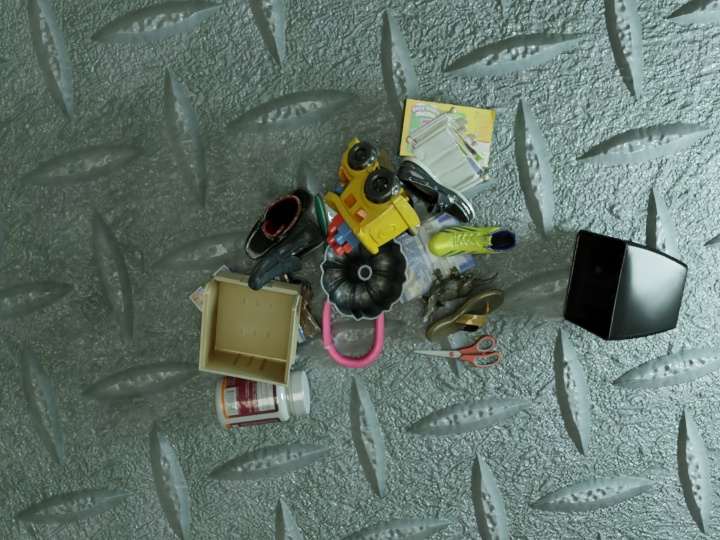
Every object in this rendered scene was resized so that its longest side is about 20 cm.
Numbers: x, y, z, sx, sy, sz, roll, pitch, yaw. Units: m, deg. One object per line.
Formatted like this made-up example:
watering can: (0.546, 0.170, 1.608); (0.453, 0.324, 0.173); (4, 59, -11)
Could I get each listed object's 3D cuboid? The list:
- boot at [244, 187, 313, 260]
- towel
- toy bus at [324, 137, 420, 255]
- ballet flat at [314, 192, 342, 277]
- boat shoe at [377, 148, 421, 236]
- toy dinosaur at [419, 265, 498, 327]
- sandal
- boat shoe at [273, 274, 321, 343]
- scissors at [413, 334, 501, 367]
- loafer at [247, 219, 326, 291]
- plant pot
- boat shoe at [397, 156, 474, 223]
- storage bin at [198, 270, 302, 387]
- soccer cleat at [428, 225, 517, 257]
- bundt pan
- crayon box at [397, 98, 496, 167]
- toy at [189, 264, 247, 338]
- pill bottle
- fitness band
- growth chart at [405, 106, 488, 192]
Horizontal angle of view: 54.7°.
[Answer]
boot: (-0.185, -0.095, 1.487); (0.199, 0.151, 0.073); (-42, 95, 7)
towel: (0.144, -0.031, 1.552); (0.197, 0.024, 0.149); (-26, 97, 5)
toy bus: (-0.004, -0.132, 1.398); (0.191, 0.136, 0.202); (-38, 60, 7)
ballet flat: (-0.057, -0.075, 1.536); (0.069, 0.069, 0.205); (-10, 102, -15)
boat shoe: (0.084, -0.174, 1.510); (0.075, 0.072, 0.202); (-33, 93, -8)
toy dinosaur: (0.205, 0.036, 1.536); (0.197, 0.103, 0.078); (-28, 66, -6)
sandal: (0.236, 0.112, 1.538); (0.198, 0.080, 0.055); (-32, 52, 10)
boat shoe: (-0.142, 0.057, 1.555); (0.071, 0.072, 0.204); (-19, 107, -1)
scissors: (0.221, 0.197, 1.587); (0.195, 0.014, 0.075); (-11, 100, 2)
loafer: (-0.152, -0.025, 1.459); (0.070, 0.068, 0.200); (42, 67, 9)
plant pot: (0.568, 0.034, 1.471); (0.173, 0.200, 0.205); (6, 99, -10)
boat shoe: (0.155, -0.155, 1.476); (0.199, 0.074, 0.067); (41, 64, -15)
storage bin: (-0.233, 0.122, 1.494); (0.195, 0.094, 0.203); (10, 111, 3)
soccer cleat: (0.243, -0.065, 1.498); (0.195, 0.084, 0.066); (-4, 95, -11)
bundt pan: (0.000, 0.000, 1.493); (0.197, 0.076, 0.207); (-2, 97, -16)
crayon box: (0.183, -0.295, 1.495); (0.195, 0.058, 0.122); (8, 98, 1)
toy: (-0.286, 0.102, 1.571); (0.115, 0.047, 0.201); (-39, 95, 8)
pill bottle: (-0.217, 0.285, 1.562); (0.195, 0.114, 0.117); (-7, 98, 3)
fitness band: (-0.016, 0.120, 1.572); (0.140, 0.037, 0.205); (0, 99, 1)
growth chart: (0.187, -0.238, 1.455); (0.142, 0.018, 0.201); (-20, 128, 24)
